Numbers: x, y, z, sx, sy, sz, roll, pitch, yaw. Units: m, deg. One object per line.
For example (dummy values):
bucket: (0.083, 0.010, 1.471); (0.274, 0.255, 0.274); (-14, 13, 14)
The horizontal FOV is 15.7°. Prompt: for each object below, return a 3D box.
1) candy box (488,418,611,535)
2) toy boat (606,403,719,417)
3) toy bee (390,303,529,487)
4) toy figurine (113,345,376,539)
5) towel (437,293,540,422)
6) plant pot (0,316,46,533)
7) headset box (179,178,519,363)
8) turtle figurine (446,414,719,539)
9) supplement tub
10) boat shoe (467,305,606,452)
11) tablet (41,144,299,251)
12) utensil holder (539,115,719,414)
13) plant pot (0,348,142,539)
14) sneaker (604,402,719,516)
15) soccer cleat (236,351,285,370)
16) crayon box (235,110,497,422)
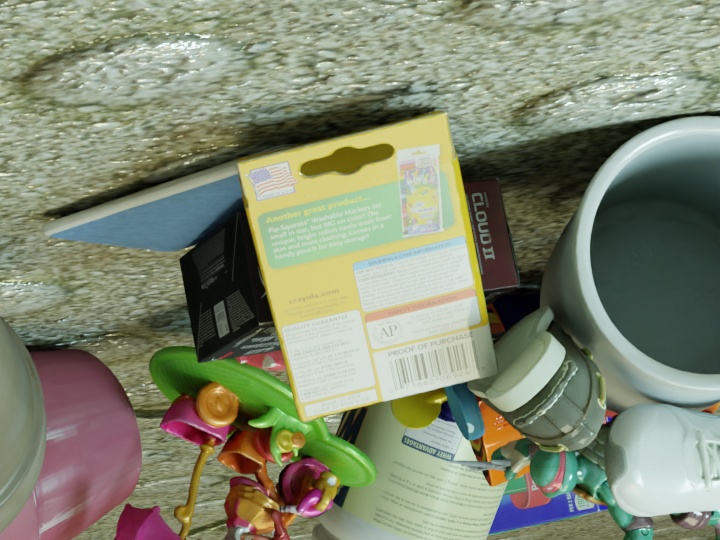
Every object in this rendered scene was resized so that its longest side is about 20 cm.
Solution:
candy box: (0.108, 0.135, 2.179); (0.199, 0.170, 0.077); (-15, 171, 28)
toy boat: (0.242, 0.089, 1.879); (0.198, 0.132, 0.131); (-10, 156, 13)
toy bee: (0.091, 0.059, 1.830); (0.130, 0.109, 0.201); (-8, 144, -25)
toy figurine: (-0.105, 0.186, 1.952); (0.199, 0.185, 0.150); (33, 155, -18)
towel: (0.109, 0.060, 1.993); (0.199, 0.050, 0.148); (-2, -150, -36)
plant pot: (-0.293, 0.066, 1.623); (0.198, 0.201, 0.174); (-6, 152, -11)
headset box: (0.000, 0.000, 1.679); (0.199, 0.076, 0.149); (-8, 172, -20)
turtle figurine: (0.165, 0.148, 1.737); (0.199, 0.150, 0.101); (8, 128, -35)
supplement tub: (0.047, 0.155, 2.085); (0.144, 0.201, 0.145); (20, -171, -3)
boat shoe: (0.112, 0.070, 1.613); (0.072, 0.060, 0.202); (-46, -175, 4)
tablet: (-0.085, -0.044, 1.609); (0.199, 0.014, 0.130); (-15, 166, 34)
utensil holder: (0.206, 0.008, 1.672); (0.169, 0.171, 0.200); (-7, 169, -5)
plant pot: (-0.272, 0.144, 1.979); (0.178, 0.201, 0.200); (-18, 177, -40)
sneaker: (0.229, 0.117, 1.638); (0.080, 0.071, 0.199); (-9, 170, 42)
soccer cleat: (-0.024, 0.026, 1.865); (0.076, 0.067, 0.199); (-18, 179, -41)
crayon box: (0.003, -0.013, 1.523); (0.125, 0.052, 0.201); (-13, 130, -1)
